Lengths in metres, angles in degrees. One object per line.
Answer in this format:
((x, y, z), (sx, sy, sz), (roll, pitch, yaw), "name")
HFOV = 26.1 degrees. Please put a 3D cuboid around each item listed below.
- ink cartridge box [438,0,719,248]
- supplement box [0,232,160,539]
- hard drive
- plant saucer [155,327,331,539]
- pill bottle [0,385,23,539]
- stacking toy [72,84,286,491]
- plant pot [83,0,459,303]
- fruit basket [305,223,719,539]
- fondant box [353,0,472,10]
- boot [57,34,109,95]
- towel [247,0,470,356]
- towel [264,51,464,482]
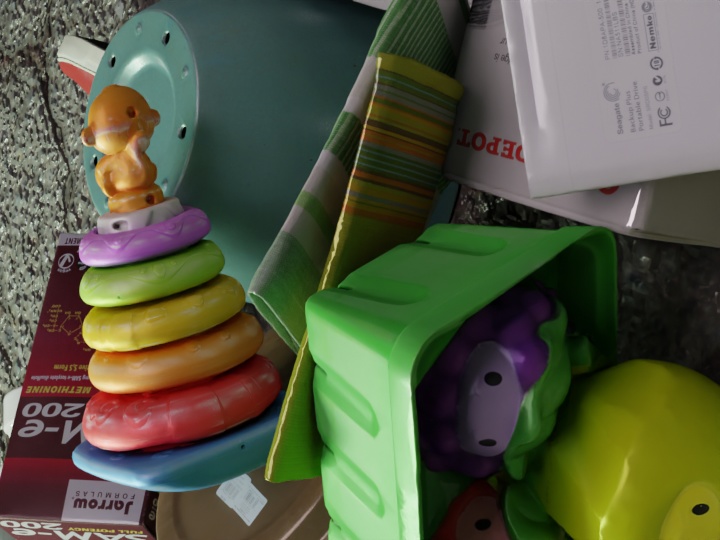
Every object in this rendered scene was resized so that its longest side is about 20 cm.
((0.128, -0.124, 0.734), (0.145, 0.083, 0.202), (22, 102, 51), "ink cartridge box")
((-0.158, 0.076, 0.999), (0.108, 0.061, 0.202), (0, 63, 16), "supplement box")
((0.159, -0.111, 0.638), (0.198, 0.025, 0.134), (-8, 91, 16), "hard drive")
((-0.046, 0.099, 0.850), (0.199, 0.029, 0.201), (-35, 33, 27), "plant saucer")
((-0.191, 0.183, 1.062), (0.115, 0.115, 0.202), (-27, 64, 46), "pill bottle")
((-0.106, 0.004, 0.798), (0.109, 0.115, 0.202), (5, 111, 56), "stacking toy")
((-0.065, -0.075, 0.907), (0.200, 0.160, 0.203), (-10, 77, 51), "plant pot")
((0.087, 0.090, 0.683), (0.215, 0.155, 0.217), (30, 134, 36), "fruit basket")
((0.013, -0.232, 0.794), (0.143, 0.058, 0.201), (20, 137, 21), "fondant box")
((-0.169, -0.083, 1.113), (0.199, 0.072, 0.146), (31, 110, 45), "boot")
((0.010, -0.049, 0.770), (0.023, 0.153, 0.201), (20, 73, 21), "towel")
((0.000, 0.000, 0.730), (0.018, 0.086, 0.202), (18, 94, 25), "towel")
